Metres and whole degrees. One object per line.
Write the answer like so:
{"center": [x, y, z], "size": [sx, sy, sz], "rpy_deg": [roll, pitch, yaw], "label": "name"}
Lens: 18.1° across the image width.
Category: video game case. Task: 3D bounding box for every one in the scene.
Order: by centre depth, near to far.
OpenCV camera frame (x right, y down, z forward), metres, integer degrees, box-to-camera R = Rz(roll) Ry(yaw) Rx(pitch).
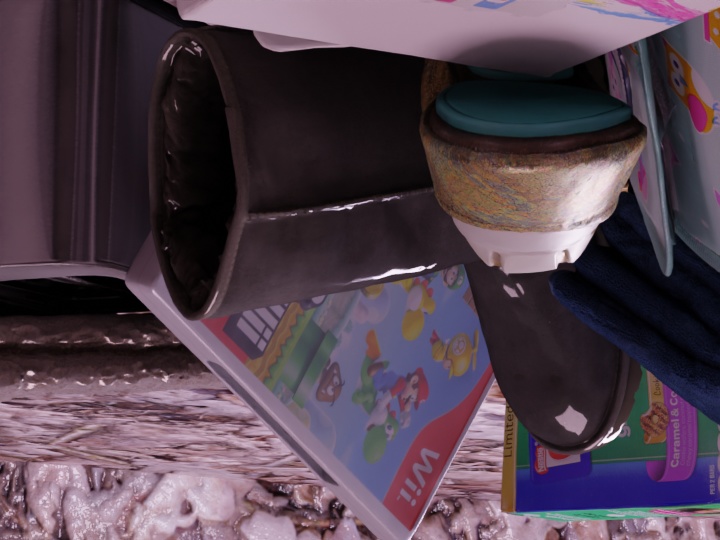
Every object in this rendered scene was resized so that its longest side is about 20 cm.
{"center": [0.000, 0.000, 0.883], "size": [0.017, 0.144, 0.200], "rpy_deg": [13, 156, 39], "label": "video game case"}

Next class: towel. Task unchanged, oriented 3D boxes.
{"center": [0.160, 0.047, 0.851], "size": [0.200, 0.049, 0.112], "rpy_deg": [34, -175, -45], "label": "towel"}
{"center": [-0.110, 0.036, 0.919], "size": [0.199, 0.035, 0.132], "rpy_deg": [-1, 178, -27], "label": "towel"}

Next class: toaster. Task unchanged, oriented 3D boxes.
{"center": [-0.142, -0.046, 0.880], "size": [0.179, 0.120, 0.200], "rpy_deg": [-4, 171, 20], "label": "toaster"}

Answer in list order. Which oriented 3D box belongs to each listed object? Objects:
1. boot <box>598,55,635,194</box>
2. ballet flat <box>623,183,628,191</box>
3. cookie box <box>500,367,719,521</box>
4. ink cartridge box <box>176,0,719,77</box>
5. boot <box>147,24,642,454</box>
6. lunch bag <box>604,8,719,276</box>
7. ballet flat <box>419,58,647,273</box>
{"center": [0.101, -0.061, 0.917], "size": [0.077, 0.140, 0.199], "rpy_deg": [10, 167, -37], "label": "boot"}
{"center": [0.108, -0.060, 1.164], "size": [0.198, 0.069, 0.063], "rpy_deg": [-4, 140, 14], "label": "ballet flat"}
{"center": [0.197, 0.083, 1.551], "size": [0.199, 0.173, 0.075], "rpy_deg": [-9, 162, 41], "label": "cookie box"}
{"center": [0.038, -0.135, 0.584], "size": [0.124, 0.130, 0.200], "rpy_deg": [7, 169, -28], "label": "ink cartridge box"}
{"center": [0.016, -0.005, 0.824], "size": [0.072, 0.183, 0.199], "rpy_deg": [-8, -176, 39], "label": "boot"}
{"center": [0.142, -0.070, 0.713], "size": [0.200, 0.122, 0.171], "rpy_deg": [34, 157, 36], "label": "lunch bag"}
{"center": [0.050, -0.035, 0.707], "size": [0.070, 0.071, 0.200], "rpy_deg": [2, -164, -1], "label": "ballet flat"}
